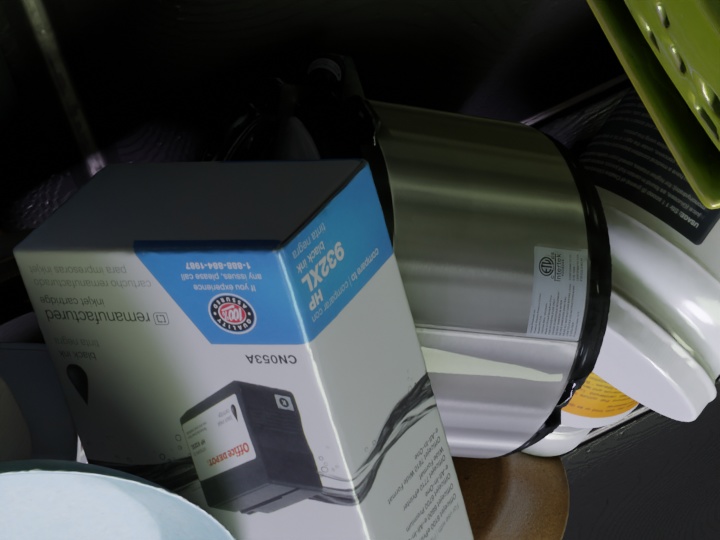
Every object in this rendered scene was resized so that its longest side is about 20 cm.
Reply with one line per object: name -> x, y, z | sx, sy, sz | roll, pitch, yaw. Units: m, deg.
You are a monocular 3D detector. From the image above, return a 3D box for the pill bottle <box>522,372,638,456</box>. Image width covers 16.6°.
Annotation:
pill bottle -> 0.140, 0.024, 1.482 | 0.110, 0.112, 0.200 | -11, 149, -32

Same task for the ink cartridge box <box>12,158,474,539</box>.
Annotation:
ink cartridge box -> -0.049, 0.058, 1.095 | 0.144, 0.201, 0.084 | 0, -151, 31

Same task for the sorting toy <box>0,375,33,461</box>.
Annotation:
sorting toy -> -0.236, 0.064, 1.052 | 0.199, 0.107, 0.180 | -35, 130, 9

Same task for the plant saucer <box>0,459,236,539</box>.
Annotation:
plant saucer -> -0.148, 0.134, 1.079 | 0.199, 0.039, 0.202 | -7, 139, -6

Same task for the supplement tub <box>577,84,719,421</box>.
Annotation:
supplement tub -> 0.184, -0.037, 1.311 | 0.200, 0.140, 0.140 | -53, 156, -9

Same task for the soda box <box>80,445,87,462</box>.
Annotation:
soda box -> -0.170, 0.123, 1.330 | 0.200, 0.063, 0.070 | -48, 136, 7

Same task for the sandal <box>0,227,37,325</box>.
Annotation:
sandal -> -0.187, -0.004, 1.163 | 0.198, 0.054, 0.080 | -16, 161, -5

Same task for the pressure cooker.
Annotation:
pressure cooker -> 0.002, -0.001, 1.216 | 0.199, 0.177, 0.179 | 5, 140, -30

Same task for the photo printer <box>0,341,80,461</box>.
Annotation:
photo printer -> -0.232, 0.079, 1.179 | 0.198, 0.070, 0.166 | 1, 164, -5

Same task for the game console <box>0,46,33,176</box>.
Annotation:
game console -> -0.233, -0.062, 1.045 | 0.176, 0.031, 0.200 | -24, 155, -8

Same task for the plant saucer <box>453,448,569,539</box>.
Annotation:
plant saucer -> 0.031, 0.152, 1.543 | 0.199, 0.201, 0.036 | -29, 129, 1

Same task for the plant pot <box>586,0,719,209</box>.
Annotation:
plant pot -> 0.203, -0.153, 1.132 | 0.199, 0.200, 0.182 | -23, 160, -12
